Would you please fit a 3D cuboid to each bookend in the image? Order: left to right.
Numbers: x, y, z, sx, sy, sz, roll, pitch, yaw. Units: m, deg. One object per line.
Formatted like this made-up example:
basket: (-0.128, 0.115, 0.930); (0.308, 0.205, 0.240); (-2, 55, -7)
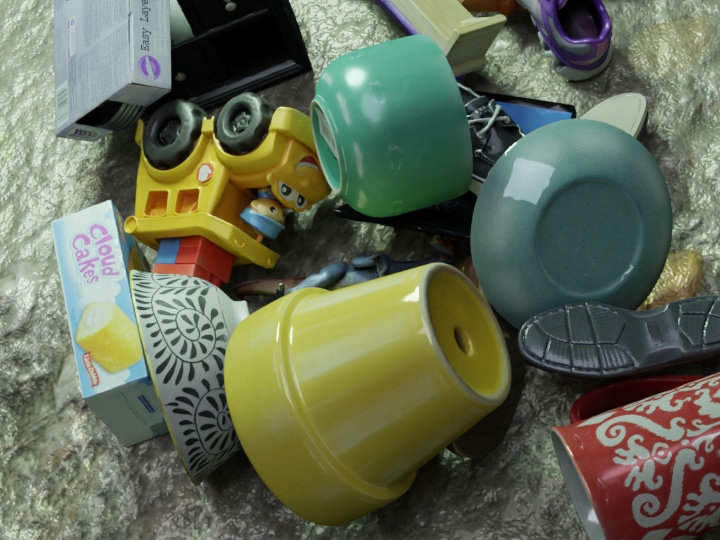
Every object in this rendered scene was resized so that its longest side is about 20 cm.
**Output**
bookend: (-0.174, -0.261, 1.672); (0.197, 0.200, 0.093); (-20, 58, 3)

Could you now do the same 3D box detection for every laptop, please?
laptop: (0.094, -0.105, 1.566); (0.175, 0.200, 0.105); (10, 107, 21)

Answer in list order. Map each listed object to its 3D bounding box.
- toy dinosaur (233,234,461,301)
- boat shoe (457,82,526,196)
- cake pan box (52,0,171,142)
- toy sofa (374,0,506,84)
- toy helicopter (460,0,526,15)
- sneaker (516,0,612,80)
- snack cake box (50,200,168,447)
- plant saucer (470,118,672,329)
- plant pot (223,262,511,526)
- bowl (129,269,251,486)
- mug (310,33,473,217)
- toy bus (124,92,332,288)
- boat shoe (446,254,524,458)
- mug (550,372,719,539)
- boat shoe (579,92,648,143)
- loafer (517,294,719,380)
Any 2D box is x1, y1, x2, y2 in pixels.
toy dinosaur: (0.000, 0.000, 1.551); (0.180, 0.106, 0.200); (-29, 46, -23)
boat shoe: (0.112, -0.128, 1.529); (0.071, 0.068, 0.200); (-26, 43, -21)
cake pan box: (-0.250, -0.242, 1.636); (0.052, 0.184, 0.202); (5, 73, -31)
toy sofa: (0.041, -0.272, 1.641); (0.082, 0.098, 0.200); (-23, 65, -46)
toy helicopter: (0.174, -0.314, 1.680); (0.198, 0.079, 0.134); (4, 62, 11)
sneaker: (0.183, -0.281, 1.602); (0.080, 0.088, 0.201); (-38, 90, -4)
snack cake box: (-0.232, 0.051, 1.566); (0.067, 0.115, 0.202); (-19, 59, 4)
plant saucer: (0.196, -0.032, 1.457); (0.200, 0.202, 0.039); (-38, 20, -7)
plant pot: (0.017, 0.092, 1.391); (0.188, 0.200, 0.203); (-27, 55, 28)
bowl: (-0.134, 0.084, 1.477); (0.093, 0.201, 0.202); (-16, 58, -2)
mug: (0.018, -0.122, 1.488); (0.113, 0.185, 0.154); (-16, 82, -13)
toy bus: (-0.127, -0.057, 1.572); (0.198, 0.135, 0.194); (-3, 66, 34)
boat shoe: (0.106, 0.074, 1.495); (0.067, 0.072, 0.202); (-9, 63, 49)
mug: (0.267, 0.139, 1.374); (0.198, 0.134, 0.179); (-22, 60, -1)
boat shoe: (0.222, -0.083, 1.549); (0.072, 0.063, 0.201); (6, 52, 39)
loafer: (0.238, 0.068, 1.442); (0.198, 0.063, 0.073); (-6, 61, 2)
